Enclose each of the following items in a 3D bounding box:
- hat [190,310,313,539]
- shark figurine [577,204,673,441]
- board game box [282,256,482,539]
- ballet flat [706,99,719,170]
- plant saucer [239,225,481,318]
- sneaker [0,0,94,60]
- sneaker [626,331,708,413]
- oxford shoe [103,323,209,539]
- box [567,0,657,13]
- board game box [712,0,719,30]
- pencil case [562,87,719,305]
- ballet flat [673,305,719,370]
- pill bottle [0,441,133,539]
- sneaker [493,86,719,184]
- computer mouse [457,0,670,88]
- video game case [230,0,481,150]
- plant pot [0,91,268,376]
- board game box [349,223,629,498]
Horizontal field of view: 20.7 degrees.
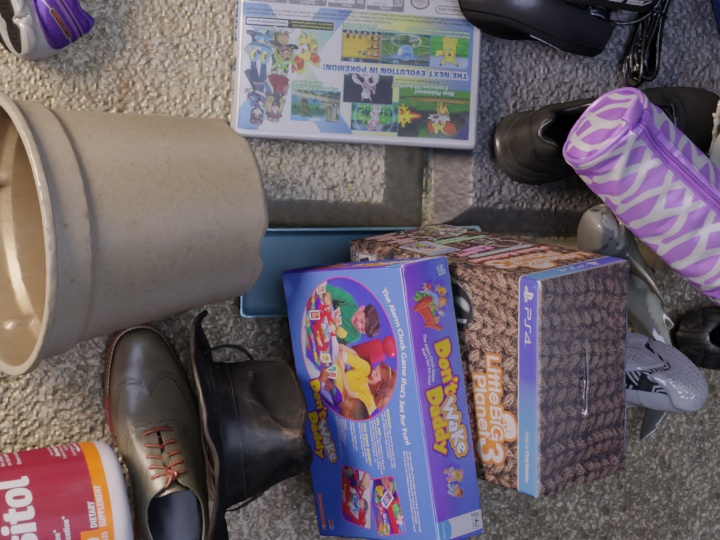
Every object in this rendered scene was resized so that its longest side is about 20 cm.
[{"bbox_3d":[-0.076,0.117,1.426,0.081,0.201,0.201,-4,95,-3],"label":"hat"},{"bbox_3d":[0.202,0.022,1.599,0.089,0.128,0.215,-23,120,9],"label":"shark figurine"},{"bbox_3d":[0.015,0.094,1.435,0.045,0.134,0.201,-11,96,-41],"label":"board game box"},{"bbox_3d":[0.296,-0.060,1.587,0.072,0.072,0.200,-7,117,-18],"label":"ballet flat"},{"bbox_3d":[0.000,0.000,1.547,0.199,0.019,0.070,-1,94,-18],"label":"plant saucer"},{"bbox_3d":[-0.248,-0.256,1.431,0.083,0.081,0.200,-24,110,-29],"label":"sneaker"},{"bbox_3d":[0.170,0.102,1.536,0.075,0.200,0.115,-25,127,-57],"label":"sneaker"},{"bbox_3d":[-0.144,0.138,1.476,0.070,0.075,0.201,-14,97,-15],"label":"oxford shoe"},{"bbox_3d":[0.141,-0.310,1.529,0.193,0.048,0.201,4,71,-17],"label":"box"},{"bbox_3d":[0.315,-0.288,1.573,0.045,0.134,0.200,-18,99,-16],"label":"board game box"},{"bbox_3d":[0.244,-0.054,1.500,0.200,0.085,0.084,38,76,-22],"label":"pencil case"},{"bbox_3d":[0.357,0.060,1.648,0.199,0.057,0.067,-2,96,-18],"label":"ballet flat"},{"bbox_3d":[-0.271,0.191,1.418,0.199,0.113,0.113,-7,96,-18],"label":"pill bottle"},{"bbox_3d":[0.211,-0.109,1.571,0.200,0.091,0.076,-13,88,-19],"label":"sneaker"},{"bbox_3d":[0.178,-0.236,1.566,0.200,0.046,0.141,17,87,-26],"label":"computer mouse"},{"bbox_3d":[0.000,-0.190,1.534,0.199,0.022,0.183,2,92,-19],"label":"video game case"},{"bbox_3d":[-0.173,-0.037,1.409,0.183,0.200,0.201,-8,96,-28],"label":"plant pot"},{"bbox_3d":[0.093,0.061,1.460,0.097,0.200,0.160,-11,106,-40],"label":"board game box"}]
